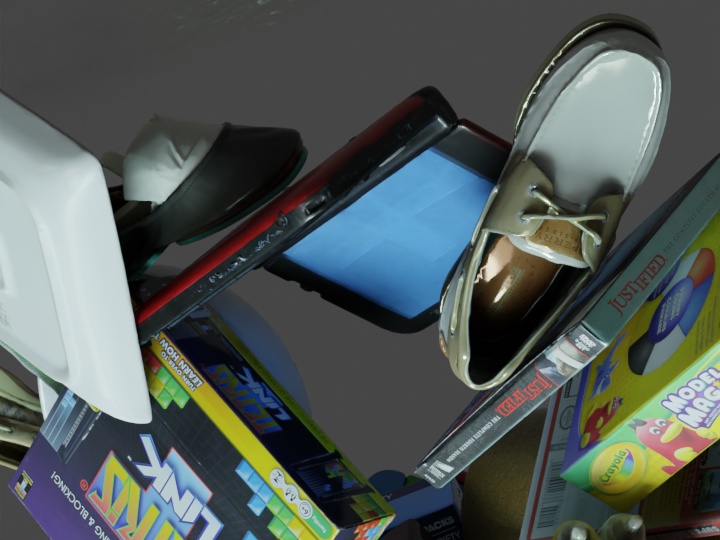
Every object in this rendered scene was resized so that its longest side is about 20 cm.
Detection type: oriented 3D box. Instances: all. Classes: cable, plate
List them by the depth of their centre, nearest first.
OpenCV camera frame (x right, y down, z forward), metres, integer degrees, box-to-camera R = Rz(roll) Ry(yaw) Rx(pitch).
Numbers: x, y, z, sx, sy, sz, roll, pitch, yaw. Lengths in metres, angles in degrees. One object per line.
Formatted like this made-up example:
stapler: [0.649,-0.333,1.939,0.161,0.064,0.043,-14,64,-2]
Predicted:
cable: [0.125,0.168,1.223,0.097,0.050,0.200,12,164,-13]
plate: [-0.199,-0.023,1.225,0.199,0.032,0.200,33,145,33]

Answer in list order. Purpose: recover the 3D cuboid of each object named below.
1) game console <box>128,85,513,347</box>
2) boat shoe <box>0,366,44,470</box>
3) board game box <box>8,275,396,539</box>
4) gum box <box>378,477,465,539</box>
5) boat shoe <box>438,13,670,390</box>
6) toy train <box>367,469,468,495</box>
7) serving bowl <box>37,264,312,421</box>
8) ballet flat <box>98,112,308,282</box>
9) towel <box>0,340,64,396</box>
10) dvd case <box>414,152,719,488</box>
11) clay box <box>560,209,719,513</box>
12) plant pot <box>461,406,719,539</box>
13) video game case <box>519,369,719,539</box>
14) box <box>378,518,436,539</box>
game console: [0.000,0.000,1.204,0.119,0.172,0.200,51,138,-4]
boat shoe: [-0.230,0.122,1.554,0.200,0.063,0.073,31,146,-21]
board game box: [-0.096,0.129,1.279,0.200,0.057,0.165,46,120,25]
gum box: [0.017,0.241,1.420,0.170,0.045,0.200,-21,115,8]
boat shoe: [0.097,-0.027,1.096,0.075,0.068,0.200,18,121,-8]
toy train: [0.000,0.191,1.531,0.116,0.085,0.200,21,148,-4]
serving bowl: [-0.103,0.083,1.381,0.200,0.066,0.200,17,120,32]
ballet flat: [-0.111,-0.042,1.242,0.068,0.068,0.200,41,140,-17]
towel: [-0.206,-0.012,1.307,0.149,0.031,0.200,36,150,20]
dvd case: [0.112,0.029,1.173,0.022,0.146,0.200,42,145,2]
clay box: [0.181,0.025,1.133,0.048,0.115,0.200,30,134,-12]
plant pot: [0.167,0.149,1.319,0.200,0.187,0.186,10,149,33]
video game case: [0.180,0.079,1.214,0.200,0.143,0.017,-14,138,41]
box: [0.036,0.294,1.329,0.164,0.166,0.200,-37,113,18]
